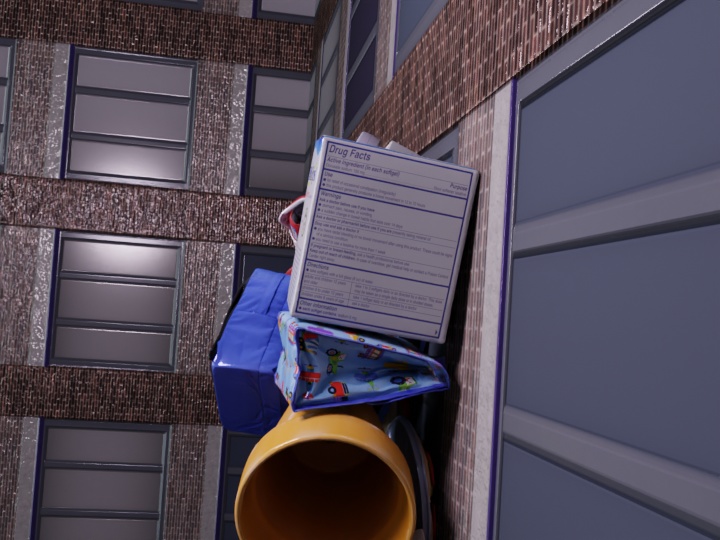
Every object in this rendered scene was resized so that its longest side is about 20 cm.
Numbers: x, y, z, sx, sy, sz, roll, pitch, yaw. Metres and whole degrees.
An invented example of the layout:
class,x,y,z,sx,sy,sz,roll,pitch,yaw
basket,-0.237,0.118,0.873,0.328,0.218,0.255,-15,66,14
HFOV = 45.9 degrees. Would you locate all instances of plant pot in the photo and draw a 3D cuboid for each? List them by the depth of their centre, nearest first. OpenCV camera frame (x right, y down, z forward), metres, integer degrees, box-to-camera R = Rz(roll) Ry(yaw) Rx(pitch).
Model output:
class,x,y,z,sx,sy,sz,roll,pitch,yaw
plant pot,-0.037,0.233,0.997,0.184,0.196,0.204,-90,7,-69

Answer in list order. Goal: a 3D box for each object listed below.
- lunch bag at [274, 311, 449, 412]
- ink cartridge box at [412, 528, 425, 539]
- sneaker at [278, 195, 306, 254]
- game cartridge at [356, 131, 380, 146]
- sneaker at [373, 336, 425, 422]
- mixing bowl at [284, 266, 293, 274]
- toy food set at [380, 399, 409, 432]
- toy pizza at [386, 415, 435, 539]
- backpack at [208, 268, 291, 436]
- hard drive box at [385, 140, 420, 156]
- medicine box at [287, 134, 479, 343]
class,x,y,z,sx,sy,sz,roll,pitch,yaw
lunch bag,0.006,0.103,0.997,0.150,0.196,0.096,-161,74,-76
ink cartridge box,0.054,0.396,1.001,0.200,0.046,0.163,-40,57,53
sneaker,-0.091,-0.039,1.418,0.071,0.112,0.203,29,114,31
game cartridge,-0.013,-0.139,1.280,0.134,0.041,0.200,-59,4,19
sneaker,0.022,0.123,1.120,0.070,0.077,0.203,32,104,41
mixing bowl,-0.088,0.048,1.570,0.199,0.109,0.201,-35,22,16
toy food set,0.035,0.214,1.242,0.200,0.048,0.202,-115,30,-70
toy pizza,0.064,0.283,1.059,0.200,0.031,0.205,179,90,-77
backpack,-0.107,0.110,1.173,0.202,0.164,0.164,-78,-3,-46
hard drive box,0.018,-0.056,1.171,0.203,0.076,0.156,-64,6,-9
medicine box,0.021,-0.036,0.975,0.103,0.178,0.204,-144,65,-80
